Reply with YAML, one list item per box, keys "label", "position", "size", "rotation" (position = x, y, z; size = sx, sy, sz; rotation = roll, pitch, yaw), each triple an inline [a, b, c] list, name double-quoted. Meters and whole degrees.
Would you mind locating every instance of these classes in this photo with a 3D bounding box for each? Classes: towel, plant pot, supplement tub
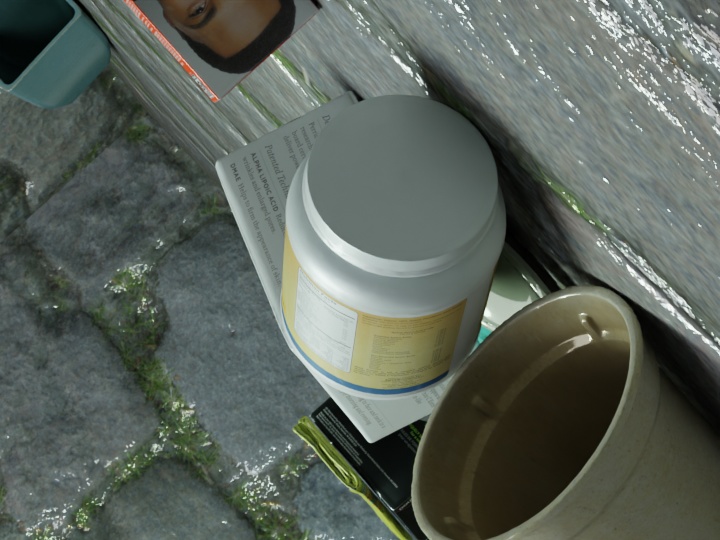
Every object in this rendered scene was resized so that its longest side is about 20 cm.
- label: "towel"
  position: [-0.005, 0.194, 1.830]
  size: [0.086, 0.018, 0.200]
  rotation: [48, 176, 26]
- label: "plant pot"
  position: [0.168, 0.143, 1.362]
  size: [0.183, 0.201, 0.200]
  rotation: [37, -179, -27]
- label: "plant pot"
  position: [-0.566, -0.405, 3.656]
  size: [0.196, 0.196, 0.200]
  rotation: [45, -177, 31]
- label: "supplement tub"
  position: [0.020, -0.014, 1.363]
  size: [0.145, 0.145, 0.200]
  rotation: [46, 158, 18]

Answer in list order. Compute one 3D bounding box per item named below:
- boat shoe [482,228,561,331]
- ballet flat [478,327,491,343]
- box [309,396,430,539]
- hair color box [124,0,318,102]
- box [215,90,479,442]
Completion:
- label: "boat shoe"
  position: [0.079, -0.022, 1.495]
  size: [0.201, 0.061, 0.072]
  rotation: [38, 129, 18]
- label: "ballet flat"
  position: [0.126, 0.049, 1.601]
  size: [0.070, 0.067, 0.200]
  rotation: [5, 156, 20]
- label: "box"
  position: [0.080, 0.126, 1.833]
  size: [0.124, 0.200, 0.149]
  rotation: [47, 176, 24]
- label: "hair color box"
  position: [-0.133, -0.228, 1.462]
  size: [0.200, 0.101, 0.061]
  rotation: [48, 176, -8]
- label: "box"
  position: [0.000, 0.000, 1.662]
  size: [0.200, 0.131, 0.199]
  rotation: [66, -174, 33]
